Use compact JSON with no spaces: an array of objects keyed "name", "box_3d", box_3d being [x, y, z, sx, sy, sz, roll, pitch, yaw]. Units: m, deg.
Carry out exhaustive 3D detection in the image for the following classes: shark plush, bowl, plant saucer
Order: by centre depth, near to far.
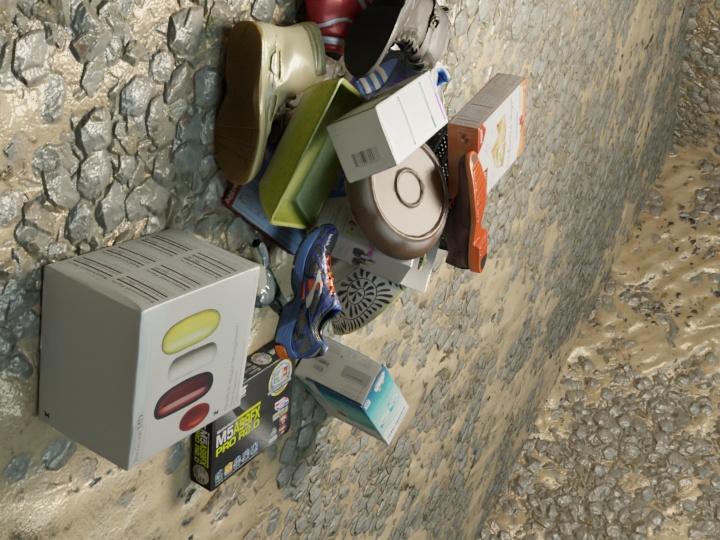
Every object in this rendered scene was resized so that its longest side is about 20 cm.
[{"name":"plant saucer","box_3d":[-0.066,-0.158,1.170,0.202,0.047,0.200,-63,170,6]},{"name":"shark plush","box_3d":[-0.139,0.042,1.239,0.091,0.083,0.201,-41,160,-12]},{"name":"plant saucer","box_3d":[0.063,-0.118,1.276,0.198,0.032,0.204,9,76,-39]},{"name":"bowl","box_3d":[0.000,0.000,1.421,0.094,0.200,0.201,47,59,-15]}]

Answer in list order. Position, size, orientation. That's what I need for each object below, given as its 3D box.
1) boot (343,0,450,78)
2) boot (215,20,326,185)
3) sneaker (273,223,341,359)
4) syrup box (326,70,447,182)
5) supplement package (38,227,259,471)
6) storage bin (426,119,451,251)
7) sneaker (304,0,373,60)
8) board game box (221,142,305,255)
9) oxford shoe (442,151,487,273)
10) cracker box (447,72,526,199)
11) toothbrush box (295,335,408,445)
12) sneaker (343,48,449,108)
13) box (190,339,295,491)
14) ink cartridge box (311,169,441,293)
[{"name":"boot","box_3d":[0.064,-0.320,1.216,0.202,0.068,0.174,-65,149,-10]},{"name":"boot","box_3d":[-0.111,-0.218,1.121,0.155,0.072,0.203,-27,129,-56]},{"name":"sneaker","box_3d":[-0.059,0.033,1.235,0.075,0.077,0.204,47,55,-73]},{"name":"syrup box","box_3d":[0.041,-0.195,1.162,0.200,0.078,0.083,-44,115,-55]},{"name":"supplement package","box_3d":[-0.239,0.081,1.000,0.199,0.145,0.194,-25,130,-56]},{"name":"storage bin","box_3d":[0.129,-0.144,1.469,0.136,0.093,0.201,-59,149,-28]},{"name":"sneaker","box_3d":[-0.007,-0.360,1.213,0.199,0.071,0.114,-29,130,-43]},{"name":"board game box","box_3d":[-0.120,-0.102,1.240,0.104,0.019,0.200,-64,153,-8]},{"name":"oxford shoe","box_3d":[0.155,-0.088,1.351,0.071,0.071,0.203,-51,143,-53]},{"name":"cracker box","box_3d":[0.207,-0.216,1.416,0.200,0.057,0.136,-47,143,-42]},{"name":"toothbrush box","box_3d":[-0.012,0.210,1.530,0.086,0.145,0.201,-59,153,-17]},{"name":"sneaker","box_3d":[0.050,-0.256,1.312,0.201,0.145,0.081,-54,150,-28]},{"name":"box","box_3d":[-0.176,0.217,1.334,0.199,0.044,0.163,-31,135,-52]},{"name":"ink cartridge box","box_3d":[0.032,-0.060,1.331,0.068,0.197,0.117,122,-11,-62]}]
